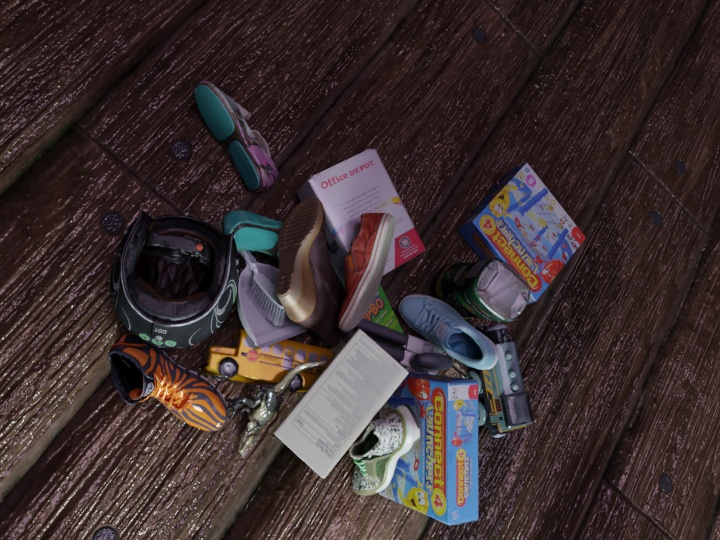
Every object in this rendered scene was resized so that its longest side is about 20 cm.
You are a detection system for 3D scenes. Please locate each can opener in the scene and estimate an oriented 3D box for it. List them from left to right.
[{"bbox_3d":[0.067,0.125,1.188,0.198,0.067,0.054,23,68,-26],"label":"can opener"}]

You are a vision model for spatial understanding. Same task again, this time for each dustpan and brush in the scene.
[{"bbox_3d":[-0.162,0.017,1.134,0.139,0.058,0.200,-17,55,-47],"label":"dustpan and brush"}]

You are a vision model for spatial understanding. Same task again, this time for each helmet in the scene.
[{"bbox_3d":[-0.265,0.010,1.021,0.196,0.191,0.204,2,81,-14],"label":"helmet"}]

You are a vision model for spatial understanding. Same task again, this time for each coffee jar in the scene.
[{"bbox_3d":[0.201,0.034,1.228,0.104,0.200,0.086,39,79,-12],"label":"coffee jar"}]

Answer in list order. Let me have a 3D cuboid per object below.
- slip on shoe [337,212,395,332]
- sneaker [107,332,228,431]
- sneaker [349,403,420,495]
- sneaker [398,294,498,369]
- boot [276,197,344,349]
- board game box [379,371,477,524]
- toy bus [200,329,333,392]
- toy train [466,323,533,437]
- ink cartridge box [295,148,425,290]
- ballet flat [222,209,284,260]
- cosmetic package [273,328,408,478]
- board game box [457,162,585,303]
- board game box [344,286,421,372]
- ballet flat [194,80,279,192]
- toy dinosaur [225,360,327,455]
[{"bbox_3d":[0.000,0.000,1.133,0.060,0.074,0.203,15,81,17],"label":"slip on shoe"},{"bbox_3d":[-0.282,0.175,1.010,0.199,0.112,0.078,38,98,-5],"label":"sneaker"},{"bbox_3d":[0.013,0.279,1.095,0.087,0.202,0.077,3,41,-30],"label":"sneaker"},{"bbox_3d":[0.146,0.098,1.207,0.198,0.082,0.075,29,91,21],"label":"sneaker"},{"bbox_3d":[-0.069,0.005,1.139,0.167,0.071,0.203,50,43,-48],"label":"boot"},{"bbox_3d":[0.101,0.265,1.101,0.055,0.195,0.204,2,85,-29],"label":"board game box"},{"bbox_3d":[-0.145,0.146,1.114,0.197,0.065,0.080,16,72,-21],"label":"toy bus"},{"bbox_3d":[0.243,0.193,1.256,0.084,0.114,0.204,-4,79,-26],"label":"toy train"},{"bbox_3d":[0.000,-0.085,1.226,0.146,0.085,0.202,-27,90,-26],"label":"ink cartridge box"},{"bbox_3d":[-0.143,-0.059,1.156,0.198,0.068,0.071,16,28,-46],"label":"ballet flat"},{"bbox_3d":[-0.029,0.197,1.068,0.105,0.071,0.200,41,83,3],"label":"cosmetic package"},{"bbox_3d":[0.319,-0.072,1.387,0.201,0.056,0.196,49,63,-7],"label":"board game box"},{"bbox_3d":[0.034,0.126,1.224,0.095,0.030,0.202,-26,92,-28],"label":"board game box"},{"bbox_3d":[-0.202,-0.228,1.184,0.071,0.069,0.202,-39,99,-45],"label":"ballet flat"},{"bbox_3d":[-0.142,0.193,1.054,0.088,0.200,0.048,20,27,-52],"label":"toy dinosaur"}]
